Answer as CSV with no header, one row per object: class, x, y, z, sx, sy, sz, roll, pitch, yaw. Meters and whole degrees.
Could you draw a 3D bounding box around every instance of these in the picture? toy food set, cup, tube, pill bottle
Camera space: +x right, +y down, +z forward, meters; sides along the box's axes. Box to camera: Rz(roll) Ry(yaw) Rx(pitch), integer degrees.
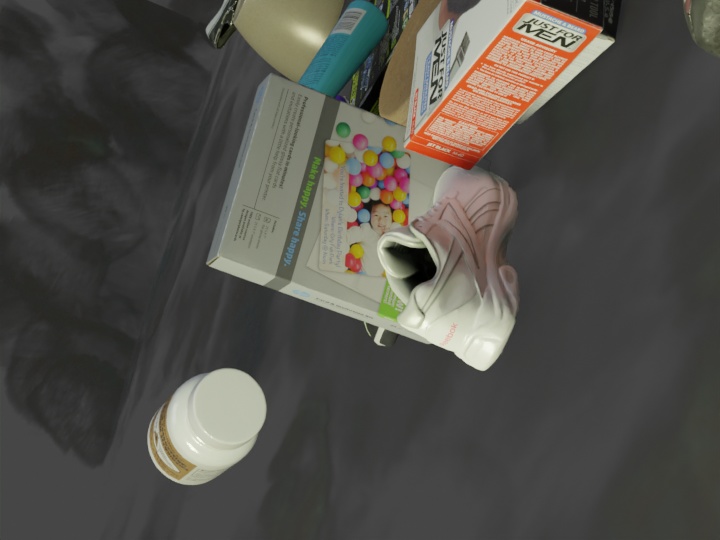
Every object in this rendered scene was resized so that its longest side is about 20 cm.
toy food set,0.080,-0.215,1.211,0.200,0.048,0.199,-52,21,42
cup,-0.120,-0.415,2.032,0.200,0.142,0.202,-159,90,-75
tube,-0.038,-0.202,1.343,0.077,0.050,0.201,-20,32,56
pill bottle,-0.183,0.186,1.538,0.200,0.113,0.115,138,149,-61

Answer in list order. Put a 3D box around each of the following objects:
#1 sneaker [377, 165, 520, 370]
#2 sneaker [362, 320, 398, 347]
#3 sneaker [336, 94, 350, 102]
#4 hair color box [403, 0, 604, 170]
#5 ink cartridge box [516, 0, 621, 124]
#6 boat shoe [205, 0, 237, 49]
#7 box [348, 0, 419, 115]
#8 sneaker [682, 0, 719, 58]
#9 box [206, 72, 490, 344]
sneaker,0.061,-0.022,0.937,0.201,0.098,0.078,-90,25,-53
sneaker,0.000,0.000,1.167,0.201,0.082,0.072,-100,33,-63
sneaker,-0.070,-0.139,1.568,0.070,0.099,0.202,-38,36,60
hair color box,0.100,-0.171,0.913,0.200,0.063,0.112,134,148,-57
ink cartridge box,0.147,-0.223,1.000,0.200,0.047,0.200,138,146,-65
boat shoe,-0.324,-0.654,3.271,0.200,0.070,0.064,-50,56,35
box,0.046,-0.282,1.442,0.194,0.047,0.202,122,160,-48
sneaker,0.216,-0.135,0.570,0.200,0.075,0.117,130,153,-52
box,-0.006,-0.047,1.017,0.041,0.198,0.158,-24,48,66
